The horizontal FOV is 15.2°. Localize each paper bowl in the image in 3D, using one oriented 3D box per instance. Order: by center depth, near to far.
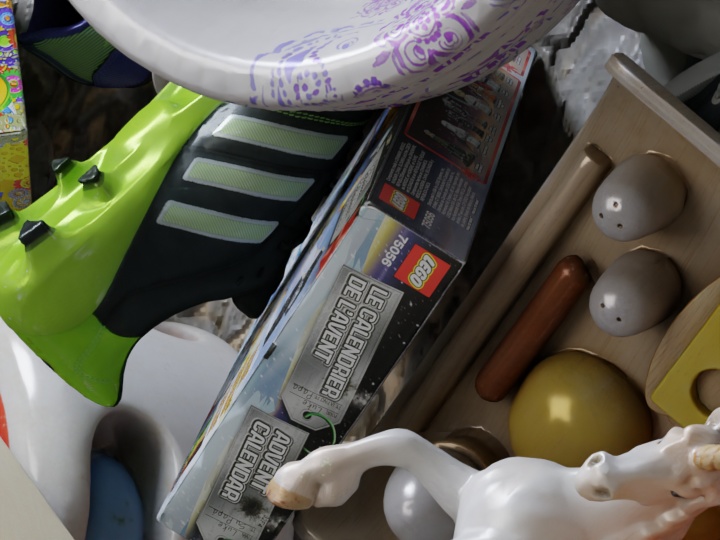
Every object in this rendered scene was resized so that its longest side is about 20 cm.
[{"bbox_3d":[-0.004,-0.150,0.837,0.200,0.104,0.202,2,95,23],"label":"paper bowl"}]

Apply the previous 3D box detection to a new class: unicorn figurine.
[{"bbox_3d":[0.040,0.098,0.794,0.074,0.137,0.201,-91,2,-49],"label":"unicorn figurine"}]

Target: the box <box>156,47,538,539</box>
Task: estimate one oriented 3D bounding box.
[{"bbox_3d":[0.000,0.000,0.929,0.137,0.040,0.200,-57,4,26],"label":"box"}]

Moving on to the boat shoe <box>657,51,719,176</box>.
[{"bbox_3d":[0.149,-0.052,0.810,0.200,0.075,0.060,-46,17,48],"label":"boat shoe"}]

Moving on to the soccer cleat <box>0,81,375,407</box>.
[{"bbox_3d":[-0.038,-0.037,0.923,0.200,0.081,0.067,-40,29,-11],"label":"soccer cleat"}]

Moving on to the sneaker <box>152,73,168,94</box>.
[{"bbox_3d":[-0.051,-0.156,1.070,0.200,0.071,0.080,110,157,-43],"label":"sneaker"}]

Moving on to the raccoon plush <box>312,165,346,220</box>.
[{"bbox_3d":[0.008,-0.086,1.027,0.199,0.134,0.097,-18,50,10],"label":"raccoon plush"}]

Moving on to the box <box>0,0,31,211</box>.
[{"bbox_3d":[-0.210,-0.085,1.170,0.200,0.121,0.193,100,162,-63],"label":"box"}]

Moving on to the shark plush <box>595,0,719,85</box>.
[{"bbox_3d":[0.115,-0.138,0.924,0.083,0.091,0.200,-26,37,23],"label":"shark plush"}]

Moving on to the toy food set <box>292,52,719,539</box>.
[{"bbox_3d":[0.080,0.053,0.822,0.143,0.060,0.200,40,121,11],"label":"toy food set"}]

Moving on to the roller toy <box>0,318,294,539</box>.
[{"bbox_3d":[-0.130,0.099,1.073,0.183,0.139,0.200,-54,43,26],"label":"roller toy"}]

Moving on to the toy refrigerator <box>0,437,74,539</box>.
[{"bbox_3d":[-0.175,0.078,0.973,0.070,0.076,0.200,-54,51,16],"label":"toy refrigerator"}]

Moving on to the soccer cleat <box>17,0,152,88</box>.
[{"bbox_3d":[-0.103,-0.179,1.163,0.065,0.083,0.201,0,80,51],"label":"soccer cleat"}]
